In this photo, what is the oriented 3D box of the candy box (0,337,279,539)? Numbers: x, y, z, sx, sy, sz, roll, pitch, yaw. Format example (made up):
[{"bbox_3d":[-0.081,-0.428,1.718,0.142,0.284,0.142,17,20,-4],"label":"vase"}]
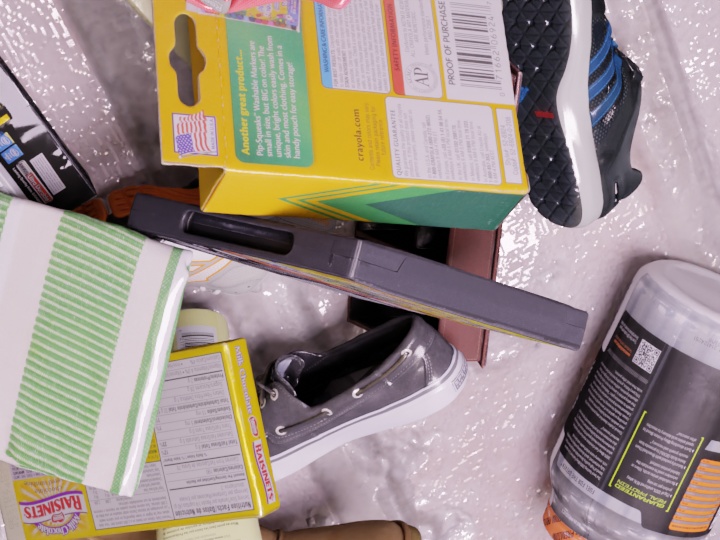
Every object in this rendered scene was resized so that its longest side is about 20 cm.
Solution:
[{"bbox_3d":[-0.142,0.104,1.122,0.200,0.026,0.103,-11,94,33],"label":"candy box"}]

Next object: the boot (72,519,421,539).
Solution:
[{"bbox_3d":[-0.086,0.173,1.210,0.200,0.066,0.175,27,145,-28],"label":"boot"}]

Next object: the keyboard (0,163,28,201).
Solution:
[{"bbox_3d":[-0.187,0.006,1.100,0.056,0.011,0.200,-14,128,25],"label":"keyboard"}]

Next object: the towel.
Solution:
[{"bbox_3d":[-0.204,0.032,1.054,0.199,0.023,0.153,15,98,4],"label":"towel"}]

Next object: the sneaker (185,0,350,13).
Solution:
[{"bbox_3d":[-0.087,-0.171,0.936,0.199,0.087,0.074,2,156,-8],"label":"sneaker"}]

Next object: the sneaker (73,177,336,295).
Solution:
[{"bbox_3d":[-0.103,-0.010,1.155,0.199,0.076,0.092,-22,130,-1],"label":"sneaker"}]

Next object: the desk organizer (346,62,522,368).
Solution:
[{"bbox_3d":[0.043,-0.042,1.187,0.077,0.072,0.201,-2,115,-15],"label":"desk organizer"}]

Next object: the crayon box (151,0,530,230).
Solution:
[{"bbox_3d":[-0.018,-0.093,0.998,0.199,0.126,0.052,4,154,-20],"label":"crayon box"}]

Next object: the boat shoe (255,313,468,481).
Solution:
[{"bbox_3d":[-0.031,0.078,1.192,0.200,0.070,0.066,-20,123,28],"label":"boat shoe"}]

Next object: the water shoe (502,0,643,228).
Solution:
[{"bbox_3d":[0.135,-0.128,1.188,0.079,0.071,0.201,-27,123,-36],"label":"water shoe"}]

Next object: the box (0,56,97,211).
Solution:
[{"bbox_3d":[-0.272,-0.079,1.077,0.160,0.049,0.200,-36,120,-2],"label":"box"}]

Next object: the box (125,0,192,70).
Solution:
[{"bbox_3d":[-0.083,-0.230,1.037,0.176,0.097,0.200,-42,121,5],"label":"box"}]

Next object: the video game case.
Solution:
[{"bbox_3d":[0.000,0.000,1.061,0.200,0.180,0.026,18,87,-46],"label":"video game case"}]

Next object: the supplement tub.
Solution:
[{"bbox_3d":[0.206,0.104,1.281,0.122,0.123,0.200,15,109,-24],"label":"supplement tub"}]

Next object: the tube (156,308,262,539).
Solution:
[{"bbox_3d":[-0.098,0.122,1.152,0.052,0.201,0.058,12,145,-33],"label":"tube"}]
